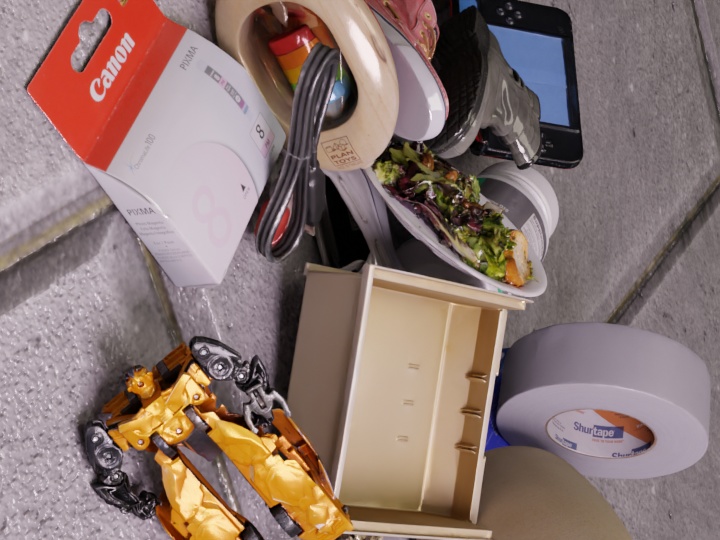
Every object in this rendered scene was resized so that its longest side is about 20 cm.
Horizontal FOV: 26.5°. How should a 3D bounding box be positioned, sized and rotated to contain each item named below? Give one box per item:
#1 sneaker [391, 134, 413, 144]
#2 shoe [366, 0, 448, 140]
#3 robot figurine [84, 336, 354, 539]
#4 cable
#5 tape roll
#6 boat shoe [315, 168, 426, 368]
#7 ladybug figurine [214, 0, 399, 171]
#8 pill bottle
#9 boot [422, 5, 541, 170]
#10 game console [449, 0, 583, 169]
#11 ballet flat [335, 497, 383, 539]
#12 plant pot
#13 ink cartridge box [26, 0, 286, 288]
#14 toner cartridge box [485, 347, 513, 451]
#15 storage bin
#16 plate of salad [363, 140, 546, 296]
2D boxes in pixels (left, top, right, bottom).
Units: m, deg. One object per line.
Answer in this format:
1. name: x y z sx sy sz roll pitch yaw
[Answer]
1. sneaker: 0.050 -0.143 1.398 0.199 0.081 0.076 -19 100 -58
2. shoe: 0.039 -0.187 1.294 0.090 0.200 0.072 -12 136 -31
3. robot figurine: -0.101 0.137 1.072 0.201 0.145 0.058 53 0 -23
4. cable: -0.057 -0.085 1.174 0.097 0.050 0.201 -49 155 -35
5. tape roll: 0.229 0.126 1.442 0.200 0.199 0.067 45 47 -45
6. boat shoe: 0.000 0.000 1.303 0.065 0.071 0.202 -21 101 -53
7. ladybug figurine: -0.037 -0.171 1.219 0.201 0.135 0.072 64 28 -25
8. pill bottle: 0.111 -0.021 1.445 0.200 0.112 0.114 -46 122 -52
9. boot: 0.118 -0.136 1.340 0.131 0.067 0.201 47 32 -26
10. game console: 0.153 -0.222 1.510 0.170 0.119 0.202 8 59 -13
11. ballet flat: 0.019 0.156 1.322 0.067 0.046 0.202 49 45 -41
12. plant pot: 0.165 0.260 1.302 0.185 0.200 0.190 -1 94 -17
13. ink cartridge box: -0.140 -0.112 1.121 0.201 0.057 0.163 61 38 -39
14. toner cartridge box: 0.115 0.172 1.477 0.096 0.043 0.200 65 36 -24
15. storage bin: 0.038 0.109 1.236 0.197 0.093 0.202 12 85 -39
16. plate of salad: 0.085 -0.054 1.300 0.199 0.048 0.201 32 23 -15
